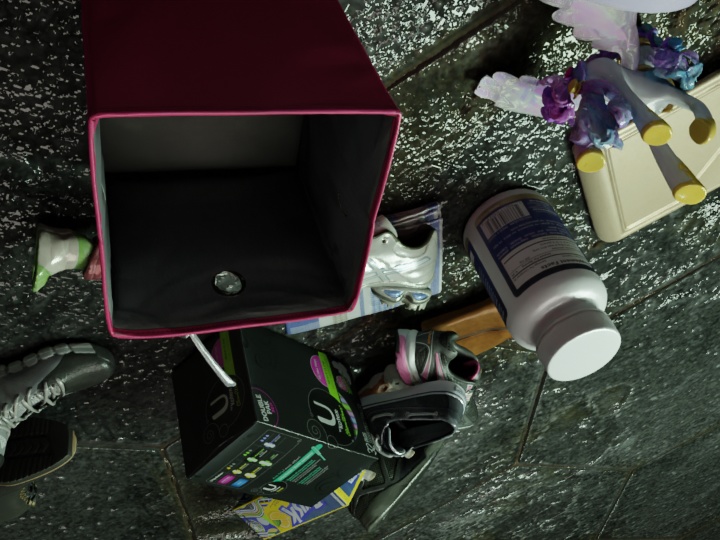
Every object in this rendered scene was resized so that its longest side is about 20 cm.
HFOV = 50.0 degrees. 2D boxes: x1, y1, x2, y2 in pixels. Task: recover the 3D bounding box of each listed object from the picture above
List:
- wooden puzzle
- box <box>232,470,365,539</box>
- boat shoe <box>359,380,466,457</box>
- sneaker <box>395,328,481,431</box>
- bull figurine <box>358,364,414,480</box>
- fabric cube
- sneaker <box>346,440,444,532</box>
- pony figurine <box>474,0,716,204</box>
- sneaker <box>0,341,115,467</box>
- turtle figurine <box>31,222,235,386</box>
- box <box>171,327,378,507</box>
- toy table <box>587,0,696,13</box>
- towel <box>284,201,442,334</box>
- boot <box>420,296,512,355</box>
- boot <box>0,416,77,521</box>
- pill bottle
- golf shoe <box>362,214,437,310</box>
[{"bbox_3d":[0.348,-0.130,0.878,0.199,0.037,0.185,-25,140,10],"label":"wooden puzzle"},{"bbox_3d":[-0.088,0.305,1.067,0.070,0.064,0.200,47,130,-9],"label":"box"},{"bbox_3d":[0.041,0.196,0.952,0.199,0.068,0.072,-21,121,32],"label":"boat shoe"},{"bbox_3d":[0.117,0.143,0.976,0.086,0.081,0.200,-10,142,26],"label":"sneaker"},{"bbox_3d":[0.017,0.208,1.051,0.199,0.065,0.122,-32,100,23],"label":"bull figurine"},{"bbox_3d":[-0.106,-0.094,0.588,0.194,0.200,0.201,-6,137,-19],"label":"fabric cube"},{"bbox_3d":[0.043,0.277,1.149,0.199,0.114,0.076,-42,161,-20],"label":"sneaker"},{"bbox_3d":[0.219,-0.167,0.688,0.191,0.201,0.167,14,137,-14],"label":"pony figurine"},{"bbox_3d":[-0.352,0.150,0.803,0.198,0.116,0.075,-12,139,-11],"label":"sneaker"},{"bbox_3d":[-0.201,0.022,0.714,0.192,0.144,0.201,6,129,-24],"label":"turtle figurine"},{"bbox_3d":[-0.101,0.172,0.911,0.124,0.149,0.199,-40,136,22],"label":"box"},{"bbox_3d":[0.212,-0.277,0.563,0.199,0.185,0.117,-13,156,-29],"label":"toy table"},{"bbox_3d":[0.000,0.000,0.869,0.198,0.024,0.148,-16,139,-7],"label":"towel"},{"bbox_3d":[0.197,0.090,1.018,0.199,0.069,0.188,-28,139,8],"label":"boot"},{"bbox_3d":[-0.402,0.244,0.925,0.198,0.078,0.139,-14,145,11],"label":"boot"},{"bbox_3d":[0.196,0.015,0.835,0.110,0.201,0.112,-12,139,-11],"label":"pill bottle"},{"bbox_3d":[-0.008,-0.017,0.790,0.199,0.078,0.098,0,119,-31],"label":"golf shoe"}]
